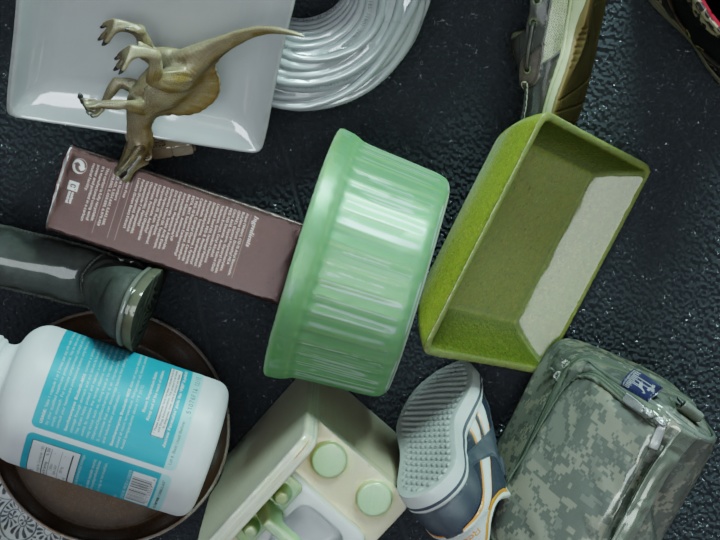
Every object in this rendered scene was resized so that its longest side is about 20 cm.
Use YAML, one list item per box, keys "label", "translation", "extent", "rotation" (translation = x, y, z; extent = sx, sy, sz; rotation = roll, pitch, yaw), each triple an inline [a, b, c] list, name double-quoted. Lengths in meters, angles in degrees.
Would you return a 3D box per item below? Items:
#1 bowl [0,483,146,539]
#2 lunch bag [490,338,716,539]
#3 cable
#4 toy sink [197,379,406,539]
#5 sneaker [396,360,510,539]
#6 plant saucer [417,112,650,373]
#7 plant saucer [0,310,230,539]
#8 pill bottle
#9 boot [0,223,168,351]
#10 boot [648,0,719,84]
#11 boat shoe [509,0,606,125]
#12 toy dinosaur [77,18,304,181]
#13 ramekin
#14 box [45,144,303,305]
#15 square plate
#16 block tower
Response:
- label: "bowl"
  translation: [-0.286, 0.214, 1.099]
  extent: [0.199, 0.094, 0.203]
  rotation: [7, 65, -15]
- label: "lunch bag"
  translation: [0.194, 0.171, 1.054]
  extent: [0.138, 0.168, 0.201]
  rotation: [25, 99, -14]
- label: "cable"
  translation: [-0.042, -0.223, 1.010]
  extent: [0.198, 0.070, 0.201]
  rotation: [4, 126, -17]
- label: "toy sink"
  translation: [-0.042, 0.181, 1.051]
  extent: [0.112, 0.200, 0.131]
  rotation: [41, 98, -8]
- label: "sneaker"
  translation: [0.075, 0.152, 1.053]
  extent: [0.078, 0.200, 0.080]
  rotation: [-28, 109, 21]
- label: "plant saucer"
  translation: [0.130, -0.023, 1.043]
  extent: [0.048, 0.199, 0.201]
  rotation: [33, 101, 35]
- label: "plant saucer"
  translation: [-0.209, 0.132, 1.087]
  extent: [0.198, 0.035, 0.202]
  rotation: [6, 65, -14]
- label: "pill bottle"
  translation: [-0.210, 0.111, 1.015]
  extent: [0.198, 0.111, 0.112]
  rotation: [20, 100, -8]
- label: "boot"
  translation: [-0.259, -0.002, 1.040]
  extent: [0.198, 0.182, 0.073]
  rotation: [22, 88, -8]
- label: "boot"
  translation: [0.305, -0.185, 1.005]
  extent: [0.200, 0.151, 0.073]
  rotation: [44, 98, -6]
- label: "boat shoe"
  translation: [0.154, -0.182, 1.056]
  extent: [0.064, 0.073, 0.202]
  rotation: [21, 109, 23]
- label: "toy dinosaur"
  translation: [-0.139, -0.146, 0.946]
  extent: [0.101, 0.059, 0.199]
  rotation: [19, 136, -40]
- label: "ramekin"
  translation: [0.000, 0.000, 1.016]
  extent: [0.097, 0.200, 0.202]
  rotation: [17, 100, 0]
- label: "box"
  translation: [-0.145, -0.035, 1.062]
  extent: [0.198, 0.100, 0.076]
  rotation: [17, 90, -1]
- label: "square plate"
  translation: [-0.152, -0.184, 0.953]
  extent: [0.198, 0.029, 0.199]
  rotation: [7, 130, -13]
- label: "block tower"
  translation: [-0.170, -0.175, 1.015]
  extent: [0.057, 0.054, 0.201]
  rotation: [-8, 133, 0]
